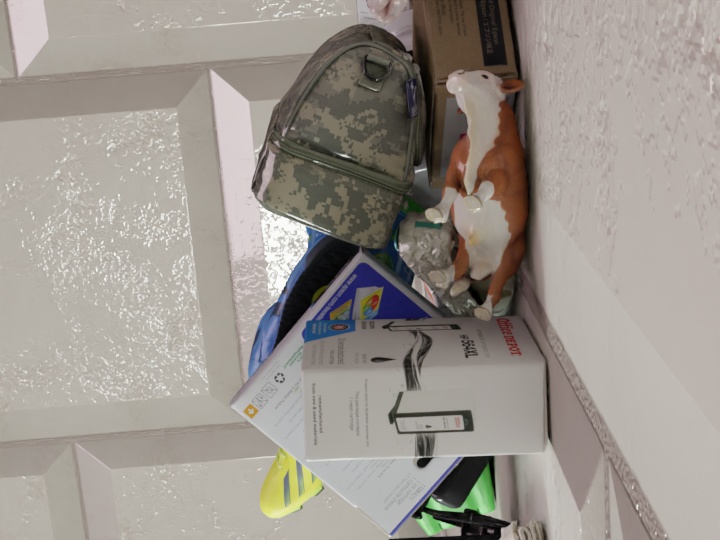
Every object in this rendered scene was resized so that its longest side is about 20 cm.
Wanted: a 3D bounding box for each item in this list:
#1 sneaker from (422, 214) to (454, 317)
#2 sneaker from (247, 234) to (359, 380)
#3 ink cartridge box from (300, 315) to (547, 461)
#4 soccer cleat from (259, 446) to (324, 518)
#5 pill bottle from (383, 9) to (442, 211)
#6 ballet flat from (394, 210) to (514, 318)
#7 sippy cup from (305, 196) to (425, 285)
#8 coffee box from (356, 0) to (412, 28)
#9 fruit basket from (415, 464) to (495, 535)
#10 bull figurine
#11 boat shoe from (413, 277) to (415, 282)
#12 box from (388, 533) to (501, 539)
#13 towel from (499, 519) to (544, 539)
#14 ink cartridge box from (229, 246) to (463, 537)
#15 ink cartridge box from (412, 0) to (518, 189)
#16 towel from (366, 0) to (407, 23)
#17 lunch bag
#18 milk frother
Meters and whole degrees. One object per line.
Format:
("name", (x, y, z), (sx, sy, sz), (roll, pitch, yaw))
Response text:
("sneaker", (0.110, 0.024, 1.412), (0.082, 0.077, 0.201), (65, -159, -60))
("sneaker", (-0.065, 0.037, 1.193), (0.201, 0.066, 0.079), (-66, 33, 25))
("ink cartridge box", (0.051, 0.097, 1.041), (0.146, 0.199, 0.085), (-96, 3, -77))
("soccer cleat", (-0.049, 0.158, 1.214), (0.084, 0.201, 0.065), (31, -169, -37))
("pill bottle", (0.073, -0.173, 1.296), (0.113, 0.112, 0.201), (85, 180, -65))
("ballet flat", (0.103, 0.008, 1.111), (0.200, 0.071, 0.072), (39, -141, -49))
("sippy cup", (0.000, 0.000, 1.269), (0.177, 0.139, 0.131), (32, -126, -36))
("coffee box", (0.058, -0.293, 1.490), (0.113, 0.079, 0.201), (-43, -41, -44))
("fruit basket", (0.096, 0.199, 1.543), (0.216, 0.155, 0.217), (-22, -90, -86))
("bull figurine", (0.097, -0.060, 0.978), (0.122, 0.065, 0.201), (-55, -36, -40))
("boat shoe", (0.024, -0.052, 1.371), (0.200, 0.074, 0.062), (67, -152, -46))
("box", (0.100, 0.342, 1.326), (0.200, 0.140, 0.079), (87, 178, -68))
("towel", (0.150, 0.309, 1.120), (0.200, 0.034, 0.133), (85, -179, -66))
("ink cartridge box", (0.015, 0.114, 1.146), (0.198, 0.200, 0.047), (-49, 8, 10))
("ink cartridge box", (0.090, -0.191, 1.099), (0.200, 0.075, 0.166), (87, 177, -69))
("towel", (0.053, -0.319, 1.000), (0.191, 0.032, 0.200), (-57, 19, 27))
("lunch bag", (-0.009, -0.131, 1.085), (0.200, 0.139, 0.169), (-92, 21, -73))
("milk frother", (0.098, 0.174, 1.285), (0.200, 0.180, 0.189), (33, -95, -54))
